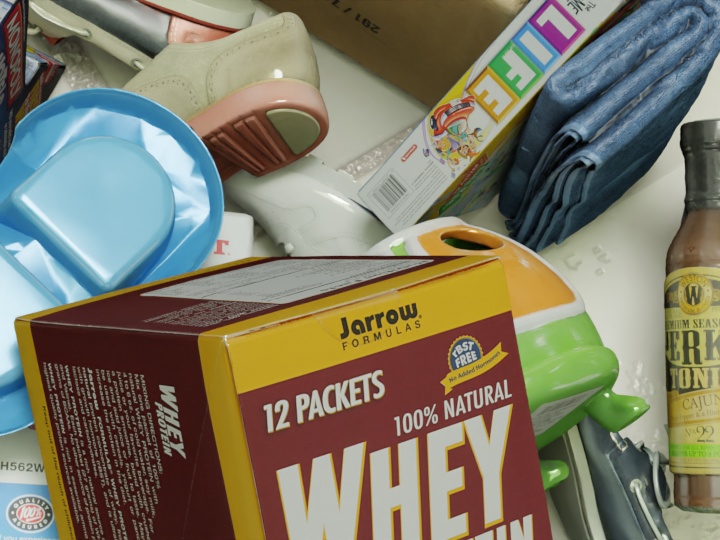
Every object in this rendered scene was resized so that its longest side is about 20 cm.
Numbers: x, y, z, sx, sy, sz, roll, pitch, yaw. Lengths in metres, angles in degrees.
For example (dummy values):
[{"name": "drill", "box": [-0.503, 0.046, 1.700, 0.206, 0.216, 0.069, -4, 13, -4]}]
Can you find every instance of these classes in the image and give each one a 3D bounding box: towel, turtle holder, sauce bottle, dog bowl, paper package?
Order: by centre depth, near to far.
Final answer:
[{"name": "dog bowl", "box": [-0.155, 0.000, 0.852, 0.111, 0.050, 0.200, 44, 65, 1]}, {"name": "turtle holder", "box": [0.043, 0.057, 0.888, 0.141, 0.186, 0.132, -24, 73, -18]}, {"name": "sauce bottle", "box": [0.186, 0.023, 0.906, 0.064, 0.065, 0.201, -2, 86, -5]}, {"name": "towel", "box": [0.131, -0.073, 0.925, 0.112, 0.200, 0.049, -38, 79, -11]}, {"name": "paper package", "box": [0.014, -0.192, 0.947, 0.200, 0.191, 0.104, 33, 75, 4]}]

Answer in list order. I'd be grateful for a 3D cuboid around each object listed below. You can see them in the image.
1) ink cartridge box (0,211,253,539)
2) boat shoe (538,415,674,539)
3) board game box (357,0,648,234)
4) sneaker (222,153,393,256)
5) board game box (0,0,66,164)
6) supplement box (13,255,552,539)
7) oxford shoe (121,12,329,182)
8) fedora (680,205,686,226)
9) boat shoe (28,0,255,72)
[{"name": "ink cartridge box", "box": [-0.135, 0.066, 0.910, 0.144, 0.085, 0.201, 5, 70, -17]}, {"name": "boat shoe", "box": [0.142, 0.127, 0.946, 0.062, 0.075, 0.201, -18, 82, -8]}, {"name": "board game box", "box": [0.097, -0.105, 0.913, 0.034, 0.134, 0.200, 47, 114, 9]}, {"name": "sneaker", "box": [0.000, 0.000, 0.967, 0.200, 0.076, 0.081, 31, 88, 4]}, {"name": "board game box", "box": [-0.224, -0.072, 0.921, 0.062, 0.200, 0.200, 26, 63, 0]}, {"name": "supplement box", "box": [-0.032, 0.103, 0.760, 0.133, 0.200, 0.198, -15, 98, -32]}, {"name": "oxford shoe", "box": [-0.106, -0.077, 0.952, 0.199, 0.071, 0.074, -17, 60, 22]}, {"name": "fedora", "box": [0.273, -0.015, 0.978, 0.200, 0.090, 0.177, -32, 79, 2]}, {"name": "boat shoe", "box": [-0.158, -0.152, 0.990, 0.199, 0.071, 0.063, 21, 115, 1]}]
